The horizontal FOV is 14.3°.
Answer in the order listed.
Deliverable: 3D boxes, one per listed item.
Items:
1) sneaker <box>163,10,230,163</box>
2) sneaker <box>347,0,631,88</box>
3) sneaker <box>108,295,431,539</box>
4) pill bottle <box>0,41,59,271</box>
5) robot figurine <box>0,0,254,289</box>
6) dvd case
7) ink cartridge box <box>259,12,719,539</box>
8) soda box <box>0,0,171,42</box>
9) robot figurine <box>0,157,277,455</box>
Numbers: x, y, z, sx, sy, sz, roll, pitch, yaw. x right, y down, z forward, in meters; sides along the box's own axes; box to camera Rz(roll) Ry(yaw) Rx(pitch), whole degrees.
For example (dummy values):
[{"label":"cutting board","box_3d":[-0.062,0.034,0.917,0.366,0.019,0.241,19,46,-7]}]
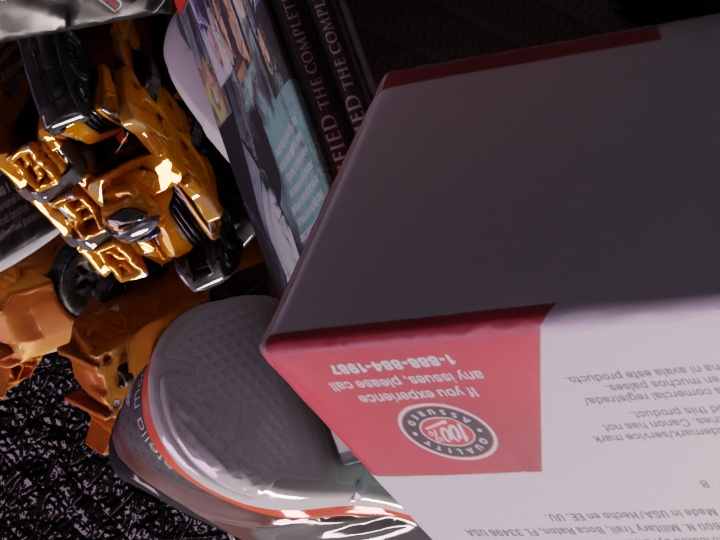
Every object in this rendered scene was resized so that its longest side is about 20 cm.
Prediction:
[{"label":"sneaker","box_3d":[0.000,0.000,0.925,0.200,0.085,0.073,45,-145,4]},{"label":"sneaker","box_3d":[0.067,-0.015,0.740,0.200,0.073,0.071,39,166,21]},{"label":"sneaker","box_3d":[0.016,0.066,0.854,0.200,0.077,0.082,25,150,-19]},{"label":"pill bottle","box_3d":[-0.184,-0.094,1.044,0.200,0.106,0.106,64,168,-17]},{"label":"robot figurine","box_3d":[-0.091,-0.083,1.006,0.145,0.058,0.200,50,-156,-43]},{"label":"dvd case","box_3d":[-0.021,-0.049,0.732,0.146,0.022,0.201,139,113,-80]},{"label":"ink cartridge box","box_3d":[0.098,0.042,0.626,0.144,0.084,0.200,-7,136,39]},{"label":"soda box","box_3d":[-0.107,-0.147,0.735,0.071,0.063,0.200,99,153,-45]},{"label":"robot figurine","box_3d":[-0.047,-0.002,1.087,0.145,0.200,0.058,23,127,45]}]
